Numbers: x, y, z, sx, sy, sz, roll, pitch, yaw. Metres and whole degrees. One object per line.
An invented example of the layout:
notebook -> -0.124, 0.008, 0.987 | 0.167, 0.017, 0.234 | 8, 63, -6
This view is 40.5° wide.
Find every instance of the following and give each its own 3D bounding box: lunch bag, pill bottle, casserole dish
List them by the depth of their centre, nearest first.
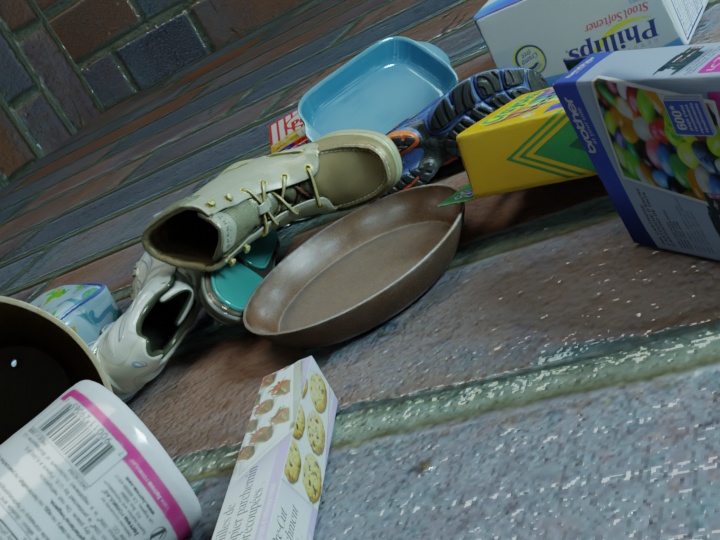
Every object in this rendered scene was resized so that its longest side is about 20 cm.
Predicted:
pill bottle -> -0.198, 0.166, 0.548 | 0.200, 0.114, 0.113 | -40, 22, -24
lunch bag -> -0.324, 0.096, 0.943 | 0.160, 0.083, 0.200 | -6, 32, 48
casserole dish -> 0.021, -0.185, 1.095 | 0.121, 0.039, 0.200 | 40, 64, 23

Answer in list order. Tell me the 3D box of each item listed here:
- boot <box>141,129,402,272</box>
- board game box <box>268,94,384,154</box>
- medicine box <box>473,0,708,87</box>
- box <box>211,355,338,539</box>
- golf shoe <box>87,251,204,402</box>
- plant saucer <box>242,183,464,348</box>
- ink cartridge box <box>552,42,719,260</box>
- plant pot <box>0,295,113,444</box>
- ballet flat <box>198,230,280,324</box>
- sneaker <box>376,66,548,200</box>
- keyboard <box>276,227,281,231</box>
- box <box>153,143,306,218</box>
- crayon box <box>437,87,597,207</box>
boot -> -0.074, -0.058, 0.837 | 0.198, 0.073, 0.155 | -8, 19, 30
board game box -> -0.040, -0.181, 1.233 | 0.151, 0.047, 0.200 | -30, 20, 4
medicine box -> 0.238, -0.273, 0.967 | 0.181, 0.103, 0.200 | -15, 25, 38
box -> -0.047, 0.119, 0.549 | 0.038, 0.042, 0.200 | -25, 20, 16
golf shoe -> -0.165, 0.027, 0.867 | 0.097, 0.078, 0.201 | -28, 29, 39
plant saucer -> 0.000, 0.000, 0.771 | 0.199, 0.035, 0.201 | -28, 20, 11
ink cartridge box -> 0.178, -0.062, 0.534 | 0.042, 0.120, 0.200 | -36, 20, -10
plant pot -> -0.273, 0.108, 0.735 | 0.186, 0.187, 0.200 | -35, 7, -10
ballet flat -> -0.112, 0.013, 0.884 | 0.064, 0.067, 0.200 | -53, 11, 21
sneaker -> 0.082, -0.135, 0.917 | 0.199, 0.076, 0.079 | -24, 18, 14
keyboard -> -0.149, -0.029, 1.047 | 0.104, 0.040, 0.200 | -8, 29, 46
box -> -0.124, -0.084, 1.045 | 0.155, 0.041, 0.200 | -24, 7, 5
crayon box -> 0.158, -0.105, 0.706 | 0.199, 0.052, 0.126 | -10, 16, 37
